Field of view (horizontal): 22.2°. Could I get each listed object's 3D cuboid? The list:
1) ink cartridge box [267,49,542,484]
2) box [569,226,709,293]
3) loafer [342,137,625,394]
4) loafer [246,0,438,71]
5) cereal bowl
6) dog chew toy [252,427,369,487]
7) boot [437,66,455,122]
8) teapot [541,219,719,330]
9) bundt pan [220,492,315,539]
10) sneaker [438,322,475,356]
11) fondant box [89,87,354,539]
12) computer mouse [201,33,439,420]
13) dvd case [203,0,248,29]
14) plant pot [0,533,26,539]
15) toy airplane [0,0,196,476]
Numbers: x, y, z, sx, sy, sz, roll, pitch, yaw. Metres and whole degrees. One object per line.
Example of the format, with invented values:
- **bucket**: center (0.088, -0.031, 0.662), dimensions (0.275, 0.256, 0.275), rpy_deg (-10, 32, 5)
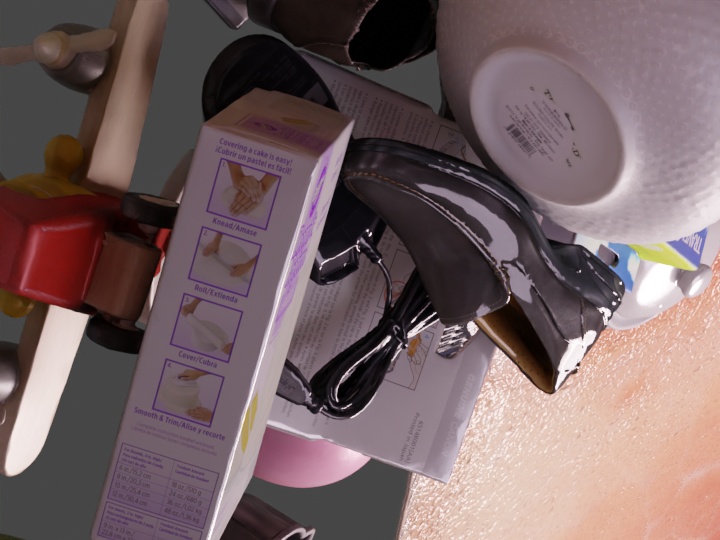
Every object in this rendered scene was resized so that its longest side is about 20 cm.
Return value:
- **ink cartridge box**: center (0.000, 0.000, 1.047), dimensions (0.175, 0.045, 0.202), rpy_deg (21, 88, -19)
- **box**: center (0.193, -0.090, 1.152), dimensions (0.122, 0.047, 0.202), rpy_deg (26, 78, -59)
- **loafer**: center (0.063, -0.003, 0.984), dimensions (0.199, 0.073, 0.073), rpy_deg (33, 73, -30)
- **loafer**: center (0.009, -0.135, 1.007), dimensions (0.073, 0.071, 0.200), rpy_deg (-60, 160, 19)
- **cereal bowl**: center (0.117, -0.094, 0.945), dimensions (0.083, 0.199, 0.201), rpy_deg (-44, 151, -36)
- **dog chew toy**: center (-0.025, 0.028, 1.125), dimensions (0.124, 0.124, 0.202), rpy_deg (-2, 113, -49)
- **boot**: center (0.113, -0.138, 1.107), dimensions (0.151, 0.073, 0.201), rpy_deg (-48, 161, -36)
- **teapot**: center (0.181, -0.029, 1.278), dimensions (0.200, 0.146, 0.197), rpy_deg (-50, 147, 5)
- **bundt pan**: center (-0.122, 0.226, 1.224), dimensions (0.202, 0.076, 0.202), rpy_deg (-46, 163, -18)
- **sneaker**: center (0.049, 0.000, 1.173), dimensions (0.065, 0.079, 0.200), rpy_deg (-16, 162, -15)
- **fondant box**: center (-0.063, 0.023, 0.875), dimensions (0.144, 0.058, 0.202), rpy_deg (-63, 169, -77)
- **computer mouse**: center (-0.040, -0.017, 0.983), dimensions (0.200, 0.046, 0.141), rpy_deg (48, 67, -25)
- **dvd case**: center (-0.033, -0.233, 0.921), dimensions (0.200, 0.025, 0.150), rpy_deg (-47, 148, -1)
- **plant pot**: center (-0.227, 0.267, 1.089), dimensions (0.200, 0.200, 0.194), rpy_deg (14, 101, -54)
- **toy airplane**: center (-0.149, -0.023, 0.928), dimensions (0.200, 0.140, 0.201), rpy_deg (103, 5, -53)
